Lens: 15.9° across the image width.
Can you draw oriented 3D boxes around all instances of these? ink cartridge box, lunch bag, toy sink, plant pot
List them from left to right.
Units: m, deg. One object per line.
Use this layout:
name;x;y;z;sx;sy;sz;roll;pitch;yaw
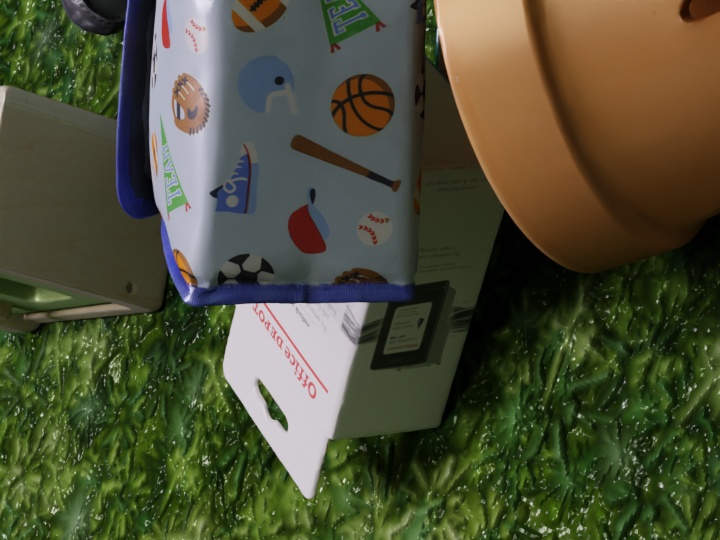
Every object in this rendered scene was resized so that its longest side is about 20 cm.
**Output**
toy sink;-0.219;-0.029;1.534;0.200;0.130;0.112;-5;73;49
lunch bag;-0.044;-0.090;1.145;0.200;0.124;0.170;-117;30;-70
ink cartridge box;0.000;0.000;1.270;0.116;0.067;0.200;53;138;43
plant pot;0.138;-0.111;1.090;0.140;0.200;0.201;-14;65;30

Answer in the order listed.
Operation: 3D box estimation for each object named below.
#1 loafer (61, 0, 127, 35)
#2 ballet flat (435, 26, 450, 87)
loafer;-0.135;-0.241;1.561;0.070;0.068;0.201;-7;67;59
ballet flat;0.085;-0.162;1.264;0.067;0.068;0.200;3;81;44
